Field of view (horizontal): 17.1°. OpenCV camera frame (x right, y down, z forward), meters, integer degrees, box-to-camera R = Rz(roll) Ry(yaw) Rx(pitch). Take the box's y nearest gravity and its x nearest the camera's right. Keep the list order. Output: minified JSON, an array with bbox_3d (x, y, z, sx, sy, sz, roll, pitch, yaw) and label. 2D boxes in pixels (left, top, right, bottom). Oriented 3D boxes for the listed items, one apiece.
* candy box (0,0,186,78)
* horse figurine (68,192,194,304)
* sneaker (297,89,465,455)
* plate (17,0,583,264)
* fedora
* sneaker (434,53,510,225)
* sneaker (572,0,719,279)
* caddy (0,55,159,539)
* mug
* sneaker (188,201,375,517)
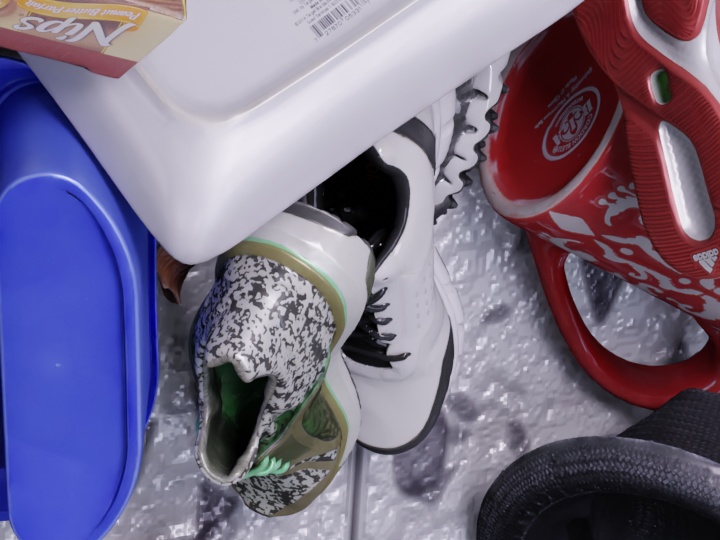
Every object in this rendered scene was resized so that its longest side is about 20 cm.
[{"bbox_3d":[-0.123,-0.177,0.835,0.115,0.055,0.201,12,62,-31],"label":"candy box"},{"bbox_3d":[-0.064,-0.093,0.966,0.132,0.050,0.201,-12,108,-22],"label":"horse figurine"},{"bbox_3d":[0.000,0.000,0.995,0.073,0.080,0.201,5,125,14],"label":"sneaker"},{"bbox_3d":[-0.043,-0.132,0.895,0.199,0.200,0.032,-35,164,-14],"label":"plate"},{"bbox_3d":[0.150,0.123,1.120,0.201,0.200,0.092,58,43,-31],"label":"fedora"},{"bbox_3d":[0.024,-0.114,1.003,0.090,0.067,0.201,13,119,-6],"label":"sneaker"},{"bbox_3d":[0.154,-0.099,0.976,0.115,0.078,0.201,-5,87,-43],"label":"sneaker"},{"bbox_3d":[-0.148,0.018,0.927,0.140,0.105,0.201,-1,114,-6],"label":"caddy"},{"bbox_3d":[0.153,-0.019,1.070,0.199,0.133,0.178,23,94,-30],"label":"mug"},{"bbox_3d":[-0.048,0.055,0.970,0.089,0.077,0.201,-59,164,-32],"label":"sneaker"}]
